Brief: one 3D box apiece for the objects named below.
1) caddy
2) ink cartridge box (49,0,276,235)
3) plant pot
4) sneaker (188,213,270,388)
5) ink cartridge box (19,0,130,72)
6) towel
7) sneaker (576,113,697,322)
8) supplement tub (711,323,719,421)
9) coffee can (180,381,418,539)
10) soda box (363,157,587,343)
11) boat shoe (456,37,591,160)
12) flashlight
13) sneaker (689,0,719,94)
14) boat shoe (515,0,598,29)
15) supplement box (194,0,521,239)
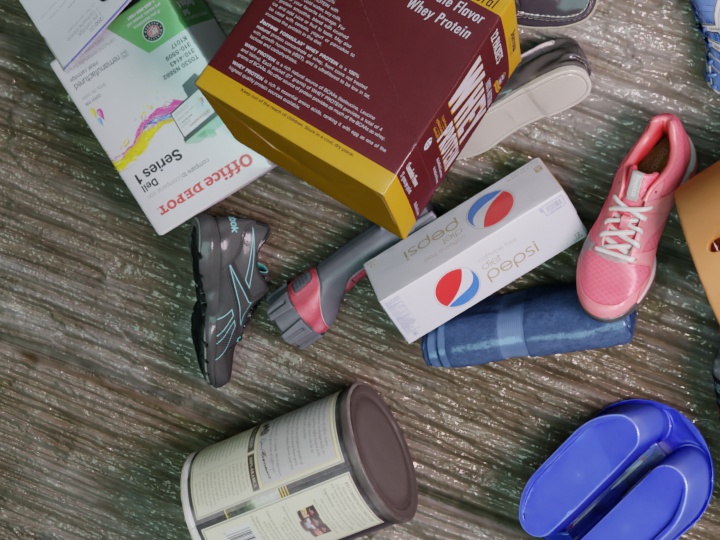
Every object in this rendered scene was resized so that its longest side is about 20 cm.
[{"bbox_3d":[0.252,0.219,1.233,0.200,0.105,0.141,-49,68,20],"label":"caddy"},{"bbox_3d":[-0.181,-0.158,1.224,0.144,0.084,0.201,-29,98,19],"label":"ink cartridge box"},{"bbox_3d":[0.357,-0.028,1.066,0.139,0.200,0.201,-21,101,19],"label":"plant pot"},{"bbox_3d":[-0.131,0.035,1.275,0.079,0.075,0.201,-7,124,-18],"label":"sneaker"},{"bbox_3d":[-0.255,-0.321,1.180,0.198,0.043,0.200,-41,71,19],"label":"ink cartridge box"},{"bbox_3d":[0.160,0.048,1.194,0.199,0.112,0.049,-8,105,15],"label":"towel"},{"bbox_3d":[0.240,-0.053,1.120,0.073,0.087,0.201,19,76,23],"label":"sneaker"},{"bbox_3d":[0.396,0.133,1.163,0.122,0.123,0.201,-9,103,15],"label":"supplement tub"},{"bbox_3d":[-0.062,0.217,1.275,0.199,0.146,0.147,-24,100,18],"label":"coffee can"},{"bbox_3d":[0.107,-0.020,1.179,0.199,0.068,0.064,-31,126,6],"label":"soda box"},{"bbox_3d":[0.123,-0.159,1.180,0.199,0.057,0.067,-20,137,21],"label":"boat shoe"},{"bbox_3d":[0.000,0.000,1.245,0.200,0.068,0.068,-34,84,15],"label":"flashlight"},{"bbox_3d":[0.331,-0.199,1.104,0.077,0.076,0.200,-38,94,15],"label":"sneaker"},{"bbox_3d":[0.118,-0.263,1.138,0.199,0.065,0.072,18,107,6],"label":"boat shoe"},{"bbox_3d":[0.004,-0.173,1.093,0.197,0.133,0.201,31,83,16],"label":"supplement box"}]
